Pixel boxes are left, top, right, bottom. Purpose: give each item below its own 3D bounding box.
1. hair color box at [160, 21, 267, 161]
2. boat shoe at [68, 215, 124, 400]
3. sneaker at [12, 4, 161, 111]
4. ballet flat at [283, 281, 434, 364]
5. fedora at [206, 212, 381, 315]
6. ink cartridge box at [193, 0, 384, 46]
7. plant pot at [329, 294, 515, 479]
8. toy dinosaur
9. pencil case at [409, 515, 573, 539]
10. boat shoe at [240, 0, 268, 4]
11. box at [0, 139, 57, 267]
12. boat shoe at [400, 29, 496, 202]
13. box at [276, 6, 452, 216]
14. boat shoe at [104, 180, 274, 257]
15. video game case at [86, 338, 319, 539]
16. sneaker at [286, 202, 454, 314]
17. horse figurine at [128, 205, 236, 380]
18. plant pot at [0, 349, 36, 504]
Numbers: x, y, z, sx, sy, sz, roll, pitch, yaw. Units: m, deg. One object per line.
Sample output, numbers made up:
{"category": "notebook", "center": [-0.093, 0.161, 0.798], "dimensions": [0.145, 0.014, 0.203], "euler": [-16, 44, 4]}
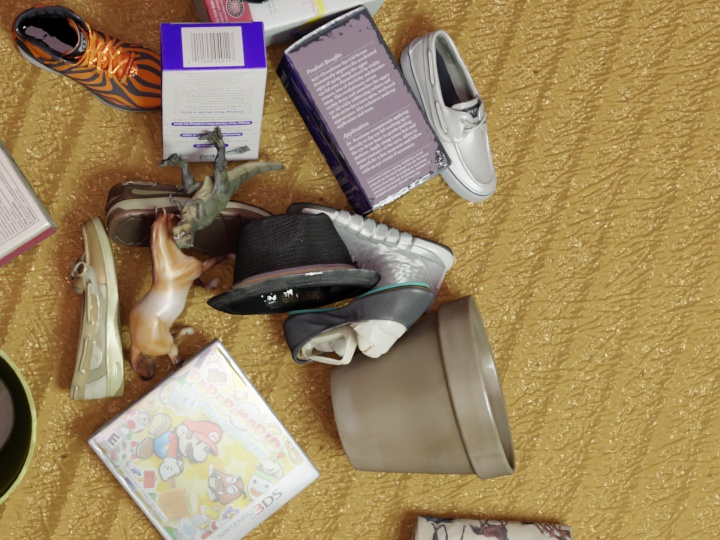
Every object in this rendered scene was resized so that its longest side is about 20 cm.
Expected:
{"category": "hair color box", "center": [-0.160, -0.189, 1.639], "dimensions": [0.109, 0.200, 0.065], "euler": [-2, 65, -8]}
{"category": "boat shoe", "center": [-0.298, 0.042, 1.685], "dimensions": [0.063, 0.073, 0.202], "euler": [-5, 96, -12]}
{"category": "sneaker", "center": [-0.288, -0.230, 1.670], "dimensions": [0.199, 0.112, 0.078], "euler": [18, 87, -7]}
{"category": "ballet flat", "center": [-0.003, 0.065, 1.648], "dimensions": [0.199, 0.073, 0.073], "euler": [-15, 90, 37]}
{"category": "fedora", "center": [-0.077, -0.012, 1.645], "dimensions": [0.200, 0.201, 0.092], "euler": [-7, 81, -7]}
{"category": "ink cartridge box", "center": [-0.087, -0.332, 1.682], "dimensions": [0.199, 0.145, 0.146], "euler": [-16, 91, -7]}
{"category": "plant pot", "center": [0.065, 0.146, 1.682], "dimensions": [0.173, 0.200, 0.201], "euler": [-15, 90, 9]}
{"category": "toy dinosaur", "center": [-0.162, -0.098, 1.644], "dimensions": [0.200, 0.047, 0.088], "euler": [-45, 113, -43]}
{"category": "pencil case", "center": [0.145, 0.327, 1.728], "dimensions": [0.199, 0.078, 0.090], "euler": [5, 73, -7]}
{"category": "boat shoe", "center": [-0.074, -0.312, 1.580], "dimensions": [0.199, 0.071, 0.091], "euler": [17, 88, -1]}
{"category": "box", "center": [-0.445, -0.044, 1.648], "dimensions": [0.200, 0.109, 0.128], "euler": [-33, 93, -6]}
{"category": "boat shoe", "center": [0.108, -0.175, 1.733], "dimensions": [0.073, 0.065, 0.201], "euler": [-28, 93, -35]}
{"category": "box", "center": [0.001, -0.172, 1.689], "dimensions": [0.104, 0.148, 0.200], "euler": [-30, 91, -6]}
{"category": "boat shoe", "center": [-0.184, -0.067, 1.700], "dimensions": [0.202, 0.075, 0.075], "euler": [8, 130, -26]}
{"category": "video game case", "center": [-0.172, 0.208, 1.701], "dimensions": [0.182, 0.023, 0.200], "euler": [-38, 104, -7]}
{"category": "sneaker", "center": [0.000, 0.000, 1.722], "dimensions": [0.199, 0.075, 0.116], "euler": [18, 89, -7]}
{"category": "horse figurine", "center": [-0.206, 0.037, 1.669], "dimensions": [0.050, 0.132, 0.201], "euler": [31, 99, 35]}
{"category": "plant pot", "center": [-0.433, 0.158, 1.602], "dimensions": [0.199, 0.193, 0.201], "euler": [0, 88, -8]}
